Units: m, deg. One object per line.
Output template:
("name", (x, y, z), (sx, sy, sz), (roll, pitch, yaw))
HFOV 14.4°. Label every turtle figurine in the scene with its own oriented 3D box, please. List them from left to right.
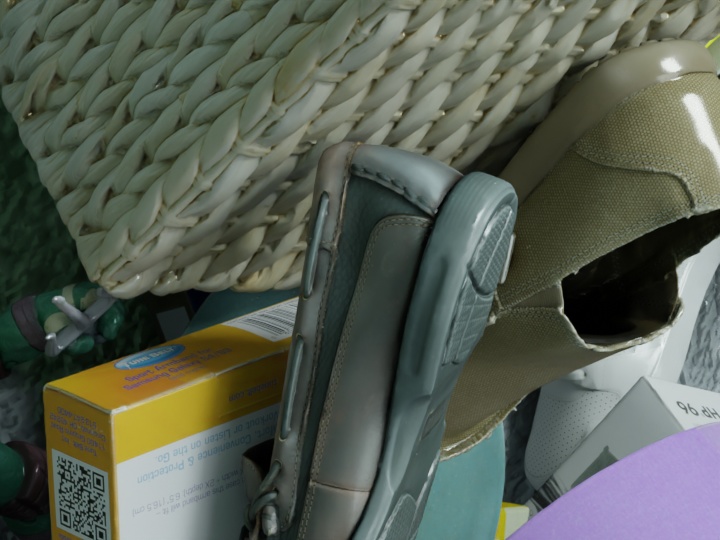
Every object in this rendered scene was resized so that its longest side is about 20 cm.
("turtle figurine", (-0.137, 0.062, 0.956), (0.150, 0.101, 0.200), (-57, 146, -23))

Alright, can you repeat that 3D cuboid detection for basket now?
("basket", (-0.003, -0.108, 0.964), (0.198, 0.200, 0.161), (-2, 57, -49))

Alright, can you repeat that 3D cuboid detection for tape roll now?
("tape roll", (0.102, 0.149, 1.096), (0.200, 0.066, 0.200), (-29, 150, -18))

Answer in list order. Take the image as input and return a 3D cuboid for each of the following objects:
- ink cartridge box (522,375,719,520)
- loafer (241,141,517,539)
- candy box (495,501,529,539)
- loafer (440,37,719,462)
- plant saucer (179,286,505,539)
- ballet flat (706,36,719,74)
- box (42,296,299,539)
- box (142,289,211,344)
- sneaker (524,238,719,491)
("ink cartridge box", (0.132, 0.114, 1.220), (0.116, 0.068, 0.200), (14, 124, -50))
("loafer", (-0.007, 0.052, 0.919), (0.072, 0.063, 0.200), (-34, 145, -66))
("candy box", (-0.006, 0.144, 1.117), (0.200, 0.026, 0.102), (3, 92, -49))
("loafer", (0.064, 0.008, 0.975), (0.076, 0.067, 0.200), (-6, 143, -39))
("plant saucer", (-0.004, 0.084, 1.060), (0.200, 0.036, 0.200), (-13, 108, -47))
("ballet flat", (0.113, -0.086, 1.169), (0.200, 0.067, 0.067), (-45, 134, -19))
("box", (-0.046, 0.118, 0.964), (0.119, 0.041, 0.200), (-19, 118, -41))
("box", (0.000, 0.000, 1.127), (0.200, 0.032, 0.121), (-24, 95, -43))
("sneaker", (0.090, -0.001, 1.241), (0.115, 0.074, 0.200), (22, 92, -28))
